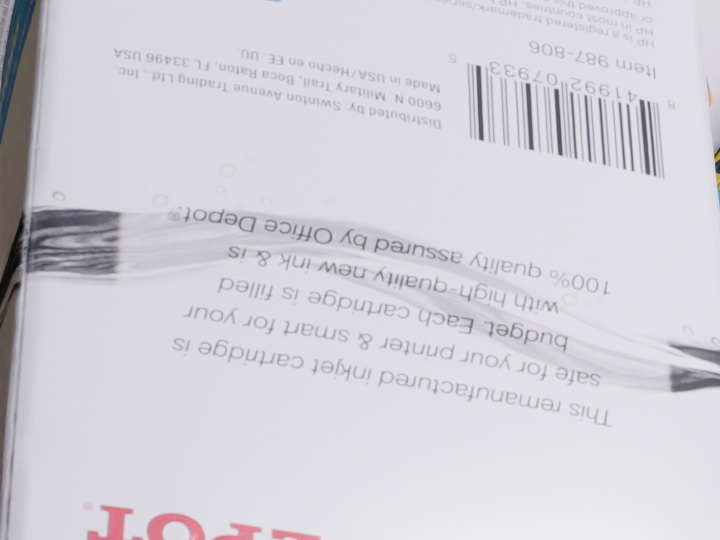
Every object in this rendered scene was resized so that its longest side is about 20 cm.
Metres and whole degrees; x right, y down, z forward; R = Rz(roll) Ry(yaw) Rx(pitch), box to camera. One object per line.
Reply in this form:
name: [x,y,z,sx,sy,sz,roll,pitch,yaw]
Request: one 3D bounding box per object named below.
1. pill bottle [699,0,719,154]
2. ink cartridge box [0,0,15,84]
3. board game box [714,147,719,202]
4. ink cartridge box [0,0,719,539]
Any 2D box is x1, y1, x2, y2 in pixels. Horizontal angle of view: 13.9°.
pill bottle: [0.103,-0.097,1.119,0.114,0.114,0.201,20,48,-41]
ink cartridge box: [-0.114,-0.116,0.800,0.199,0.137,0.076,23,32,9]
board game box: [0.183,0.007,1.047,0.166,0.056,0.201,-51,142,-27]
ink cartridge box: [-0.005,0.019,0.601,0.144,0.084,0.201,10,50,-12]
